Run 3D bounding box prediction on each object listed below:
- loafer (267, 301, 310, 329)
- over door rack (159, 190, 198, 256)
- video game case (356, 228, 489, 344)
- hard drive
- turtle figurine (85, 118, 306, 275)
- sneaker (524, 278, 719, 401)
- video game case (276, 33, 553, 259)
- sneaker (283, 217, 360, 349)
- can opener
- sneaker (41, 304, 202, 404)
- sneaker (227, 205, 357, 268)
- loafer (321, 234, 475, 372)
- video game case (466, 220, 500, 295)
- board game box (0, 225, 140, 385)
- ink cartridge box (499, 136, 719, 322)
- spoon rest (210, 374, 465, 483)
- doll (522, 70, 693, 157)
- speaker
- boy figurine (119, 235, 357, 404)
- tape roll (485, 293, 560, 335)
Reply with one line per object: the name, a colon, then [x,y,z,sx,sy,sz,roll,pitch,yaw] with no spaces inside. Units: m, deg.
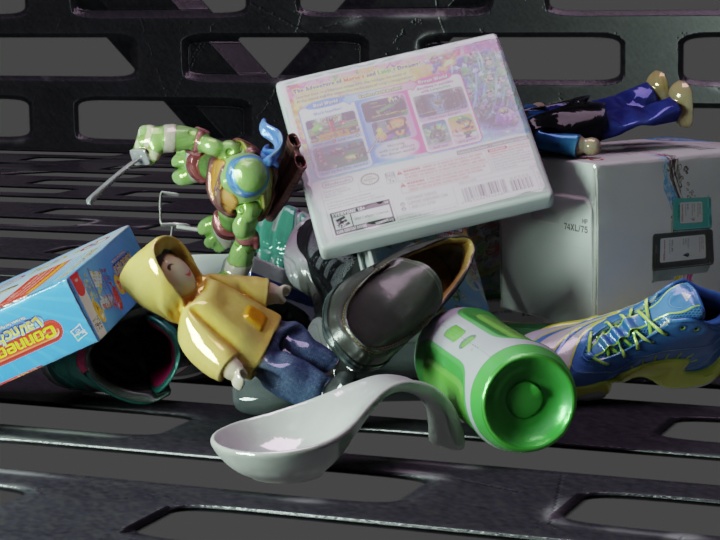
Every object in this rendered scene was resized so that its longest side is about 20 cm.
loafer: [-0.145,0.052,1.844,0.200,0.068,0.070,-1,2,-17]
over door rack: [-0.110,-0.005,2.039,0.199,0.067,0.148,19,-12,2]
video game case: [0.048,-0.018,1.746,0.143,0.201,0.017,20,-46,-40]
hard drive: [-0.090,0.023,1.912,0.132,0.025,0.200,-1,-15,37]
turtle figurine: [-0.146,-0.052,1.724,0.144,0.200,0.194,33,-2,-5]
sneaker: [0.222,0.047,1.677,0.199,0.105,0.076,-4,47,-25]
video game case: [0.044,-0.107,1.724,0.199,0.182,0.024,-13,-34,-4]
sneaker: [0.000,0.000,1.799,0.075,0.114,0.200,29,28,-32]
can opener: [-0.005,0.096,1.658,0.199,0.053,0.067,0,43,-5]
sneaker: [-0.161,0.061,1.724,0.199,0.084,0.121,-13,8,-23]
sneaker: [-0.033,-0.010,1.941,0.199,0.075,0.088,14,-9,25]
loafer: [0.030,0.017,1.596,0.072,0.073,0.200,-38,5,29]
video game case: [0.123,-0.015,1.915,0.143,0.200,0.018,-7,46,-36]
board game box: [-0.282,0.046,1.646,0.195,0.056,0.200,-23,9,13]
ink cartridge box: [0.243,-0.038,1.821,0.199,0.147,0.147,-6,10,-30]
spoon rest: [-0.015,0.111,1.463,0.199,0.061,0.099,-6,10,-35]
doll: [0.186,-0.131,1.793,0.199,0.049,0.136,-14,23,-19]
speaker: [0.100,0.081,1.551,0.088,0.089,0.200,-3,9,-12]
boy figurine: [-0.093,0.040,1.594,0.200,0.064,0.124,34,39,1]
tape roll: [0.165,0.058,1.847,0.200,0.048,0.200,-1,8,0]
